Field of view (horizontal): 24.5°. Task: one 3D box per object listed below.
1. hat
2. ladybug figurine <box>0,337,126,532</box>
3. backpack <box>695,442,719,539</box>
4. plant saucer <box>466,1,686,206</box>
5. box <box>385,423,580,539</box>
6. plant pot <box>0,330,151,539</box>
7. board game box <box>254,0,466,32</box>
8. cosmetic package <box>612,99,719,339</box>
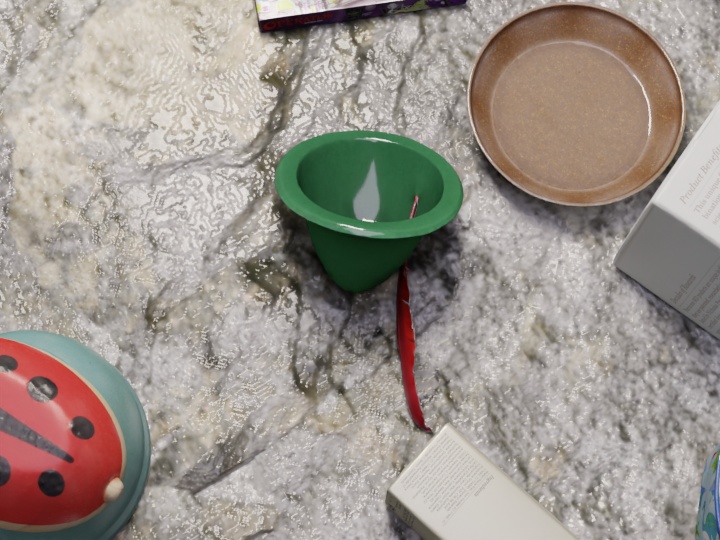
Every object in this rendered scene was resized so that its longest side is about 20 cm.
[{"bbox_3d":[0.000,0.000,1.459,0.164,0.177,0.201,8,33,3],"label":"hat"},{"bbox_3d":[-0.265,0.118,1.238,0.199,0.072,0.137,24,72,6],"label":"ladybug figurine"},{"bbox_3d":[0.380,0.194,1.339,0.198,0.147,0.185,7,69,3],"label":"backpack"},{"bbox_3d":[0.194,-0.146,1.505,0.198,0.037,0.202,1,71,-1],"label":"plant saucer"},{"bbox_3d":[0.118,0.224,1.360,0.200,0.068,0.082,43,75,11],"label":"box"},{"bbox_3d":[-0.275,0.134,1.341,0.198,0.134,0.202,0,71,-1],"label":"plant pot"},{"bbox_3d":[-0.007,-0.295,1.554,0.198,0.032,0.121,-9,68,-5],"label":"board game box"},{"bbox_3d":[0.353,-0.037,1.406,0.199,0.167,0.168,35,73,9],"label":"cosmetic package"}]
